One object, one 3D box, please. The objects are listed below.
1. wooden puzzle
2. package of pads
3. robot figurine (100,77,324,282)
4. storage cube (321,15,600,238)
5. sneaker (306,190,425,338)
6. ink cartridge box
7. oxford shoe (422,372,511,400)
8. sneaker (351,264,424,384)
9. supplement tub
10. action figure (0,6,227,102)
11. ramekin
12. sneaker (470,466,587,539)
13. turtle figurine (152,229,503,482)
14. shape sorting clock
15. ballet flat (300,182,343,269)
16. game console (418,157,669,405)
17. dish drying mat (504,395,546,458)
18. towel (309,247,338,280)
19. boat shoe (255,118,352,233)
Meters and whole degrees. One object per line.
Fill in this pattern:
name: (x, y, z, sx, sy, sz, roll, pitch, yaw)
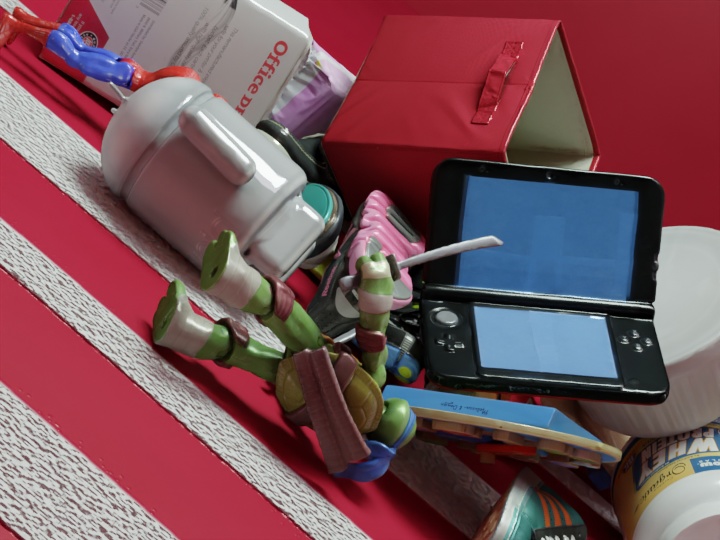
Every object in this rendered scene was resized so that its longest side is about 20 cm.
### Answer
wooden puzzle: (0.208, 0.121, 1.855, 0.200, 0.046, 0.186, 44, 25, -36)
package of pads: (-0.028, -0.127, 1.907, 0.200, 0.120, 0.076, 34, 22, -49)
robot figurine: (-0.122, -0.072, 1.556, 0.200, 0.113, 0.170, 41, -26, 5)
storage cube: (0.095, -0.108, 1.796, 0.178, 0.172, 0.201, 6, -38, 26)
sneaker: (0.000, 0.000, 1.681, 0.079, 0.095, 0.200, 46, 21, -5)
ink cartridge box: (-0.161, -0.206, 1.767, 0.199, 0.146, 0.083, 31, 14, -12)
oxford shoe: (0.093, 0.080, 1.683, 0.072, 0.072, 0.200, 6, 14, 10)
sneaker: (0.039, 0.037, 1.707, 0.071, 0.083, 0.200, 38, 15, -5)
supplement tub: (0.294, 0.217, 1.687, 0.144, 0.145, 0.200, 37, 14, -12)
action figure: (-0.213, -0.145, 1.680, 0.198, 0.100, 0.065, 17, 18, 1)
ramekin: (0.261, 0.058, 1.736, 0.095, 0.201, 0.203, 63, 0, -32)
sneaker: (0.130, 0.198, 1.470, 0.080, 0.072, 0.200, 37, 12, 7)
turtle figurine: (-0.037, 0.034, 1.407, 0.193, 0.201, 0.144, 29, -17, -23)
shape sorting clock: (0.099, 0.127, 1.505, 0.198, 0.040, 0.200, 12, -12, 3)
ballet flat: (-0.056, -0.041, 1.686, 0.073, 0.073, 0.200, 31, -2, -31)
game console: (0.153, 0.009, 1.611, 0.198, 0.120, 0.173, 5, 33, -5)
dish drying mat: (0.112, 0.083, 1.777, 0.076, 0.018, 0.201, 4, 46, -30)
towel: (-0.084, -0.057, 1.818, 0.200, 0.018, 0.086, 45, 18, 18)
boat shoe: (-0.046, -0.098, 1.787, 0.072, 0.068, 0.200, 33, -4, 26)
